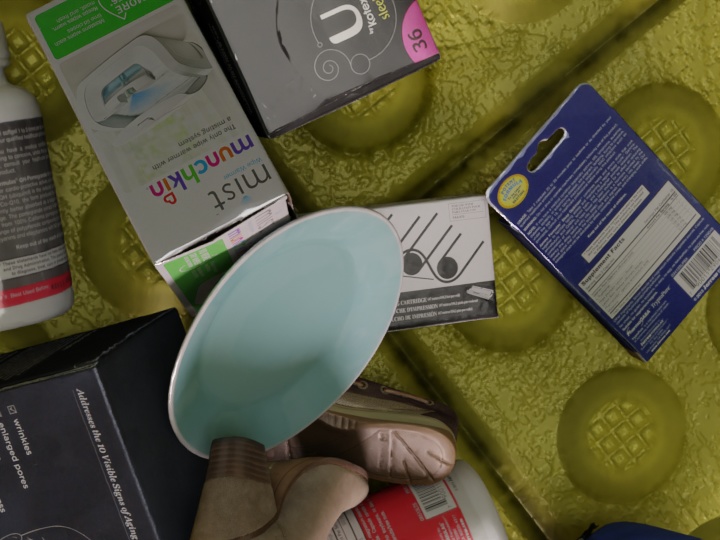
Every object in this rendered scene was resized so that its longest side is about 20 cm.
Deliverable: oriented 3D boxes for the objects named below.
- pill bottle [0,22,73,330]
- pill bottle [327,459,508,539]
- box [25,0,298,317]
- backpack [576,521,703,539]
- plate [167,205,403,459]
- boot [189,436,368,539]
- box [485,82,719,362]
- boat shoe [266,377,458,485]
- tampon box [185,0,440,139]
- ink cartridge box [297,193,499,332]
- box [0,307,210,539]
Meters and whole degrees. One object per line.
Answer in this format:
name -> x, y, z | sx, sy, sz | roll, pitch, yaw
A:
pill bottle -> -0.266, -0.062, 0.944 | 0.110, 0.111, 0.202 | -10, 98, -10
pill bottle -> 0.008, 0.227, 1.039 | 0.199, 0.112, 0.113 | -21, 100, -8
box -> -0.119, -0.080, 0.911 | 0.096, 0.200, 0.177 | -27, 82, -6
backpack -> 0.183, 0.287, 1.027 | 0.199, 0.162, 0.169 | -17, 100, -44
plate -> -0.051, 0.039, 0.923 | 0.199, 0.026, 0.201 | -31, 141, -28
boot -> -0.051, 0.196, 0.925 | 0.070, 0.200, 0.147 | -15, 67, 29
box -> 0.193, -0.038, 1.078 | 0.200, 0.032, 0.121 | 43, 87, -21
boat shoe -> -0.023, 0.106, 1.046 | 0.198, 0.072, 0.073 | 8, 121, 7
tampon box -> -0.050, -0.183, 0.936 | 0.126, 0.200, 0.151 | -26, 101, -7
ink cartridge box -> 0.000, 0.000, 1.046 | 0.198, 0.044, 0.095 | -8, 96, -10
box -> -0.197, 0.154, 0.944 | 0.195, 0.124, 0.201 | -14, 101, 24
